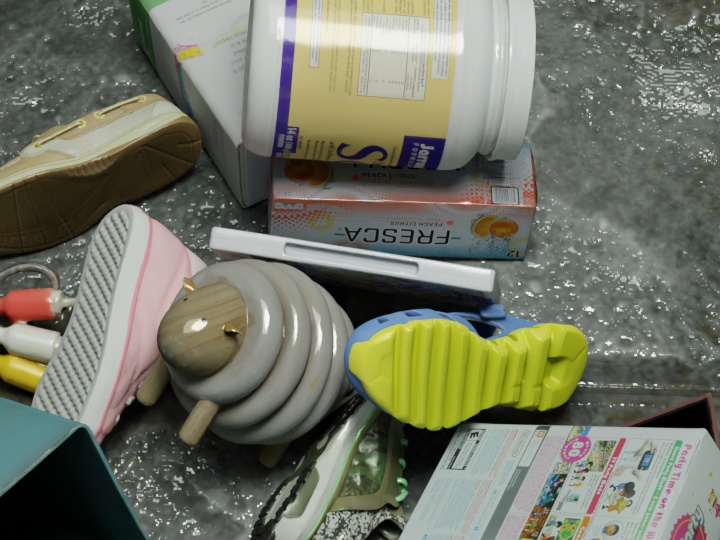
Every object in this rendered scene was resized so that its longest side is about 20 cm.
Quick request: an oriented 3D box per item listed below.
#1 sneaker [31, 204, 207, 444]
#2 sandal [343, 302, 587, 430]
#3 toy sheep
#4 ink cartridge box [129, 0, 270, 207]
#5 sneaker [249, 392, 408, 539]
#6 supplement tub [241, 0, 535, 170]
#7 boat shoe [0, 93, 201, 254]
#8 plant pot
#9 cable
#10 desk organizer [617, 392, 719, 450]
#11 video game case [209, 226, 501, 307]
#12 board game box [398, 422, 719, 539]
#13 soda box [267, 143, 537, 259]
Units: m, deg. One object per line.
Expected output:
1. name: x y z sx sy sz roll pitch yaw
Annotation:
1. sneaker: -0.159 0.064 1.483 0.075 0.104 0.202 -7 59 46
2. sandal: 0.061 0.060 1.447 0.199 0.080 0.087 5 16 -43
3. toy sheep: -0.069 0.060 1.447 0.137 0.199 0.139 -8 75 31
4. ink cartridge box: -0.076 -0.167 1.654 0.144 0.088 0.201 -25 57 -16
5. sneaker: 0.004 0.146 1.455 0.089 0.077 0.200 43 58 -9
6. supplement tub: 0.018 -0.148 1.509 0.198 0.146 0.146 4 54 -5
7. boat shoe: -0.221 -0.076 1.604 0.199 0.074 0.066 -22 44 -17
8. plant pot: -0.254 0.169 1.359 0.141 0.142 0.199 -41 35 -26
9. cable: -0.292 0.037 1.516 0.198 0.050 0.098 4 92 -3
10. desk organizer: 0.211 0.185 1.405 0.071 0.077 0.201 -2 54 -2
11. video game case: 0.000 0.000 1.506 0.198 0.143 0.018 9 85 6
12. board game box: 0.127 0.174 1.365 0.199 0.064 0.148 -2 46 42
13. soda box: 0.030 -0.055 1.575 0.198 0.069 0.064 2 53 -5
